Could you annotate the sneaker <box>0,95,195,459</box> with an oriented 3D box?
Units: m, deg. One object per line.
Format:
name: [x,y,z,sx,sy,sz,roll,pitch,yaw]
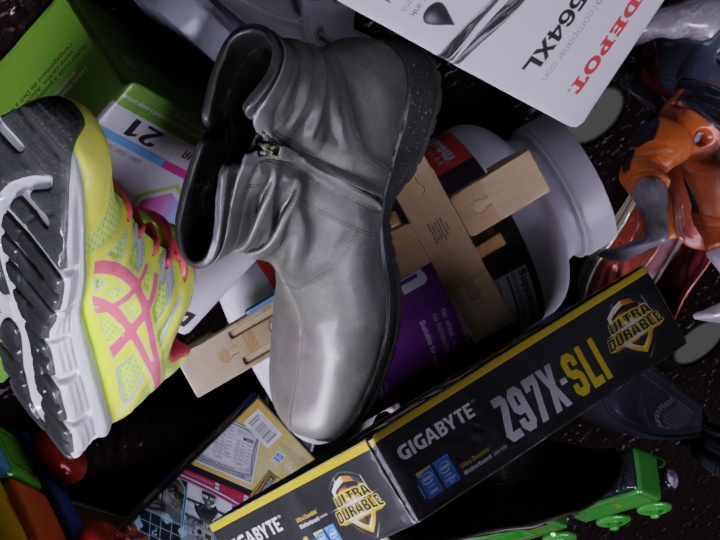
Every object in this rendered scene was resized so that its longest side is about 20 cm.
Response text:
sneaker: [-0.112,-0.009,0.958,0.090,0.078,0.201,-28,149,-23]

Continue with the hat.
hat: [0.052,0.106,1.312,0.199,0.200,0.082,-19,100,-21]

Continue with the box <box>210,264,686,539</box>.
box: [0.043,0.080,1.086,0.199,0.050,0.159,-29,179,-36]

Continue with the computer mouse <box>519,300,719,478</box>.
computer mouse: [0.159,0.077,1.354,0.200,0.138,0.053,35,93,-43]

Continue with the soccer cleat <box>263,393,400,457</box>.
soccer cleat: [-0.042,0.118,1.263,0.068,0.085,0.201,5,128,-42]

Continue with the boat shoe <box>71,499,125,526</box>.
boat shoe: [-0.079,0.169,1.244,0.199,0.076,0.074,25,107,-8]

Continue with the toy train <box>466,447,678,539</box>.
toy train: [0.107,0.154,1.398,0.199,0.042,0.056,-22,152,32]

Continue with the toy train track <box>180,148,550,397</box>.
toy train track: [0.000,0.000,1.091,0.199,0.033,0.115,-30,100,-3]

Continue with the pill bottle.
pill bottle: [0.030,-0.002,1.166,0.199,0.113,0.113,-30,144,-9]

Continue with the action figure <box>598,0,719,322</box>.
action figure: [0.205,-0.073,1.179,0.199,0.104,0.195,23,74,-36]

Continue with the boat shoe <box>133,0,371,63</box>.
boat shoe: [-0.035,-0.113,1.038,0.067,0.073,0.200,-55,152,2]

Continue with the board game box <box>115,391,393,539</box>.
board game box: [-0.037,0.185,1.196,0.135,0.200,0.035,-43,-174,-4]

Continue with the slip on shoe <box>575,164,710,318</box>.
slip on shoe: [0.194,-0.040,1.298,0.074,0.061,0.201,3,126,-37]

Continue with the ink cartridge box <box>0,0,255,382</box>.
ink cartridge box: [-0.140,-0.012,1.046,0.200,0.076,0.147,-47,143,13]

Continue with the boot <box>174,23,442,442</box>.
boot: [-0.038,-0.014,0.991,0.130,0.067,0.202,-9,115,-51]

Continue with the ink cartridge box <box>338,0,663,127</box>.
ink cartridge box: [0.063,-0.170,1.013,0.199,0.084,0.147,21,107,-48]

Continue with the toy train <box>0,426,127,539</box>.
toy train: [-0.172,0.147,1.098,0.085,0.200,0.116,-40,139,7]
